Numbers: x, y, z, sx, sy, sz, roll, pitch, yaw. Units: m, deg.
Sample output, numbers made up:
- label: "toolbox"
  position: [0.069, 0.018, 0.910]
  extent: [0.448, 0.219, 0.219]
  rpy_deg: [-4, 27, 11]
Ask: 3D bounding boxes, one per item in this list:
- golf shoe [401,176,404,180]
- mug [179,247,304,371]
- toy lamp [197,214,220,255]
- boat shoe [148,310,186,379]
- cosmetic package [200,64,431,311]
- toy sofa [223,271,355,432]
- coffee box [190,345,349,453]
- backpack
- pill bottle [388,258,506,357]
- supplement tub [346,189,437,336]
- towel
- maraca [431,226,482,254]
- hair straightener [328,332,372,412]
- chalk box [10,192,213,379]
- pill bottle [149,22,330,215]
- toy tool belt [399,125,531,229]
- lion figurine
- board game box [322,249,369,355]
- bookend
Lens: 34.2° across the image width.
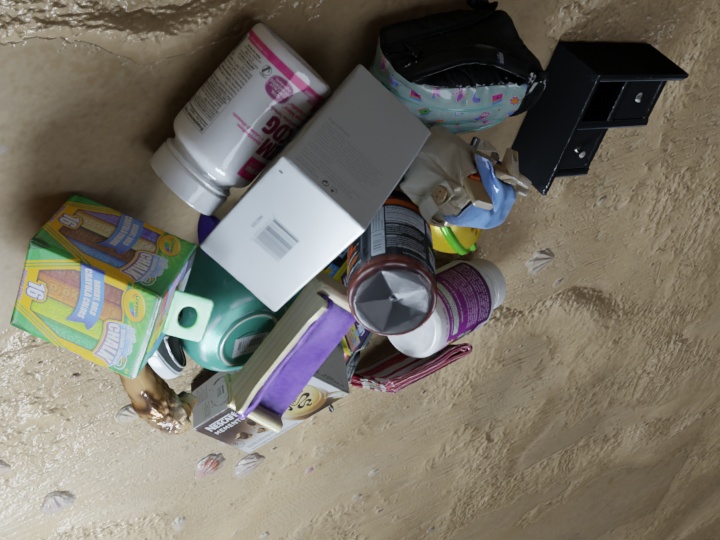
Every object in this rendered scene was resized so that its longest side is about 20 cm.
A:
- label: "golf shoe"
  position: [0.030, -0.158, 1.512]
  extent: [0.199, 0.077, 0.088]
  rpy_deg: [-34, 136, -10]
- label: "mug"
  position: [-0.157, 0.043, 1.512]
  extent: [0.185, 0.115, 0.152]
  rpy_deg: [-44, 143, 4]
- label: "toy lamp"
  position: [-0.110, -0.058, 1.502]
  extent: [0.198, 0.058, 0.059]
  rpy_deg: [-8, 133, -36]
- label: "boat shoe"
  position: [-0.250, 0.047, 1.424]
  extent: [0.056, 0.069, 0.201]
  rpy_deg: [-15, 121, 9]
- label: "cosmetic package"
  position: [-0.049, -0.093, 1.338]
  extent: [0.199, 0.123, 0.201]
  rpy_deg: [-40, -167, 46]
- label: "toy sofa"
  position: [-0.078, 0.105, 1.449]
  extent: [0.082, 0.098, 0.201]
  rpy_deg: [32, 104, -27]
- label: "coffee box"
  position: [-0.127, 0.163, 1.616]
  extent: [0.199, 0.080, 0.113]
  rpy_deg: [-32, 137, 28]
- label: "backpack"
  position: [0.108, -0.240, 1.435]
  extent: [0.198, 0.168, 0.127]
  rpy_deg: [-12, 141, -24]
- label: "pill bottle"
  position: [0.132, 0.049, 1.764]
  extent: [0.199, 0.112, 0.113]
  rpy_deg: [-24, 143, -45]
- label: "supplement tub"
  position: [0.036, -0.018, 1.407]
  extent: [0.106, 0.201, 0.108]
  rpy_deg: [0, 123, 0]
- label: "towel"
  position: [0.069, 0.142, 1.786]
  extent: [0.143, 0.200, 0.023]
  rpy_deg: [-25, 97, -20]
- label: "maraca"
  position: [0.121, -0.085, 1.598]
  extent: [0.106, 0.139, 0.200]
  rpy_deg: [-20, 172, 15]
- label: "hair straightener"
  position: [-0.006, 0.126, 1.778]
  extent: [0.077, 0.041, 0.202]
  rpy_deg: [-8, 123, -57]
- label: "chalk box"
  position: [-0.264, 0.025, 1.305]
  extent: [0.124, 0.198, 0.125]
  rpy_deg: [-66, 178, -59]
- label: "pill bottle"
  position: [-0.138, -0.167, 1.318]
  extent: [0.200, 0.114, 0.113]
  rpy_deg: [-47, 143, 9]
- label: "toy tool belt"
  position: [0.145, -0.097, 1.420]
  extent: [0.199, 0.122, 0.126]
  rpy_deg: [3, 115, -58]
- label: "lion figurine"
  position: [-0.282, 0.128, 1.479]
  extent: [0.072, 0.123, 0.200]
  rpy_deg: [-37, 143, -4]
- label: "board game box"
  position: [0.000, 0.000, 1.595]
  extent: [0.166, 0.056, 0.201]
  rpy_deg: [-51, 156, -19]
- label: "bookend"
  position: [0.343, -0.223, 1.709]
  extent: [0.197, 0.092, 0.201]
  rpy_deg: [-7, 133, -37]
